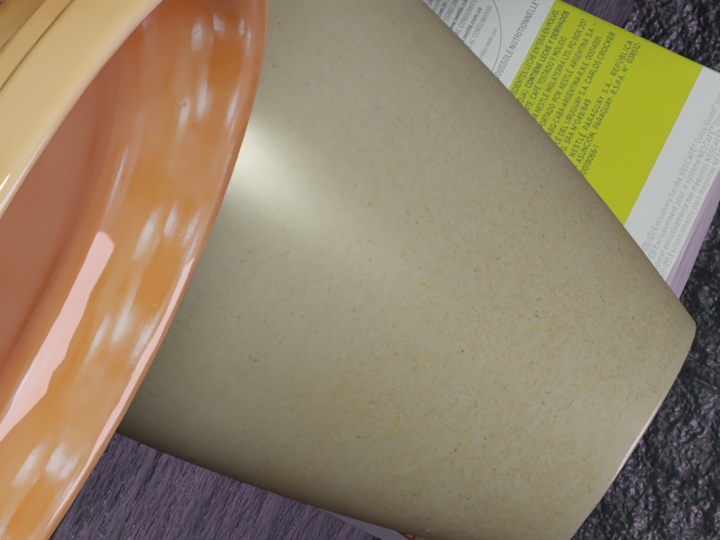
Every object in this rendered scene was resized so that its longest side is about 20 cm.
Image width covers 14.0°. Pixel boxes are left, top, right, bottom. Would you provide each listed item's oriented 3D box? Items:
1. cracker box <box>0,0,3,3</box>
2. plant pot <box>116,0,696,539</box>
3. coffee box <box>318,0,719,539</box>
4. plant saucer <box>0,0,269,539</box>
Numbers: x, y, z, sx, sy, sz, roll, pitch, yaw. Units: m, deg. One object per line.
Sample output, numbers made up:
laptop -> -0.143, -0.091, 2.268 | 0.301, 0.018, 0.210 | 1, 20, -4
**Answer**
cracker box -> -0.141, 0.030, 0.721 | 0.201, 0.058, 0.134 | -64, 172, 13
plant pot -> 0.000, 0.000, 0.937 | 0.188, 0.200, 0.187 | -57, 180, 0
coffee box -> 0.033, -0.002, 1.280 | 0.201, 0.197, 0.200 | -62, 172, -18
plant saucer -> -0.083, 0.008, 0.681 | 0.201, 0.037, 0.200 | -60, 170, -18
